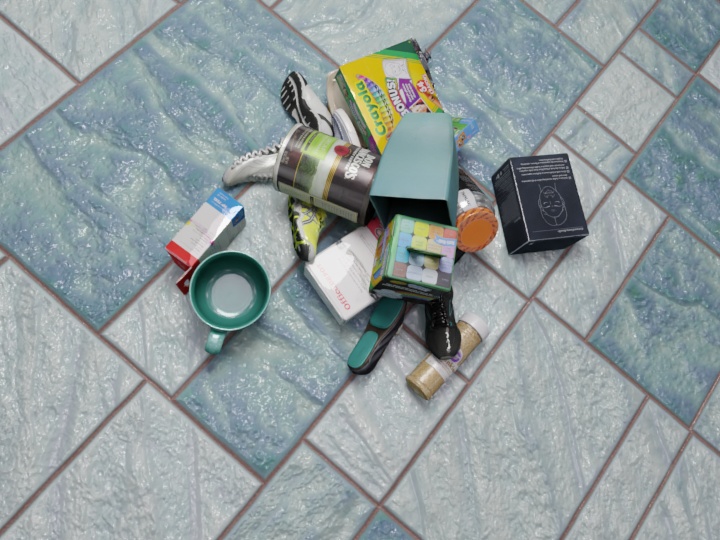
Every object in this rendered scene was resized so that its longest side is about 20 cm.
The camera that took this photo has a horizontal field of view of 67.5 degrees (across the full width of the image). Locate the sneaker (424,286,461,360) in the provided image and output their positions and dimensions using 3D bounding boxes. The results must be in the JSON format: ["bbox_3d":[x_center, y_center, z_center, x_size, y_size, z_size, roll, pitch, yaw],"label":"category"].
[{"bbox_3d":[0.157,0.088,1.109,0.075,0.079,0.200,-15,52,15],"label":"sneaker"}]

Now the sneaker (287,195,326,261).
[{"bbox_3d":[-0.105,-0.101,1.117,0.076,0.075,0.200,-1,48,-13],"label":"sneaker"}]

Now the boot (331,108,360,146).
[{"bbox_3d":[-0.045,-0.245,1.177,0.090,0.073,0.200,-22,99,-11],"label":"boot"}]

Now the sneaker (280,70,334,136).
[{"bbox_3d":[-0.118,-0.366,1.228,0.080,0.074,0.200,-1,61,-49],"label":"sneaker"}]

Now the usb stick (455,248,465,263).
[{"bbox_3d":[0.223,-0.066,1.213,0.055,0.033,0.200,43,74,3],"label":"usb stick"}]

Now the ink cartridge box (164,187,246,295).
[{"bbox_3d":[-0.319,-0.055,1.082,0.067,0.116,0.200,36,73,1],"label":"ink cartridge box"}]

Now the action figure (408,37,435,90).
[{"bbox_3d":[0.122,-0.455,1.245,0.130,0.069,0.200,50,54,-24],"label":"action figure"}]

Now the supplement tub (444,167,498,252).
[{"bbox_3d":[0.203,-0.133,1.135,0.122,0.123,0.200,-10,38,-11],"label":"supplement tub"}]

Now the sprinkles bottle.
[{"bbox_3d":[0.183,0.178,1.126,0.068,0.068,0.200,45,74,4],"label":"sprinkles bottle"}]

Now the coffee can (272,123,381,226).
[{"bbox_3d":[-0.055,-0.192,1.086,0.200,0.146,0.147,22,73,7],"label":"coffee can"}]

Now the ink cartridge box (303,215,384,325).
[{"bbox_3d":[0.000,0.000,1.134,0.200,0.084,0.145,-34,83,-16],"label":"ink cartridge box"}]

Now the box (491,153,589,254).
[{"bbox_3d":[0.404,-0.150,1.224,0.148,0.107,0.200,-6,76,-11],"label":"box"}]

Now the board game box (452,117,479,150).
[{"bbox_3d":[0.143,-0.270,1.201,0.200,0.151,0.037,-45,127,-16],"label":"board game box"}]

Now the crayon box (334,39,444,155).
[{"bbox_3d":[0.067,-0.354,1.128,0.172,0.058,0.200,-28,94,-17],"label":"crayon box"}]

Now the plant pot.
[{"bbox_3d":[0.118,-0.190,1.023,0.141,0.141,0.200,6,69,18],"label":"plant pot"}]

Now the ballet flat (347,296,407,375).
[{"bbox_3d":[0.043,0.132,1.119,0.073,0.073,0.200,33,74,1],"label":"ballet flat"}]

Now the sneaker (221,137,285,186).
[{"bbox_3d":[-0.202,-0.225,1.171,0.200,0.075,0.081,-28,90,-14],"label":"sneaker"}]

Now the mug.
[{"bbox_3d":[-0.266,0.053,1.058,0.185,0.114,0.152,-41,95,-13],"label":"mug"}]

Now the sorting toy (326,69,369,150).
[{"bbox_3d":[0.039,-0.367,1.234,0.180,0.107,0.200,-27,80,-22],"label":"sorting toy"}]

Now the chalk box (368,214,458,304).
[{"bbox_3d":[0.102,-0.022,1.009,0.125,0.200,0.124,13,74,-9],"label":"chalk box"}]
